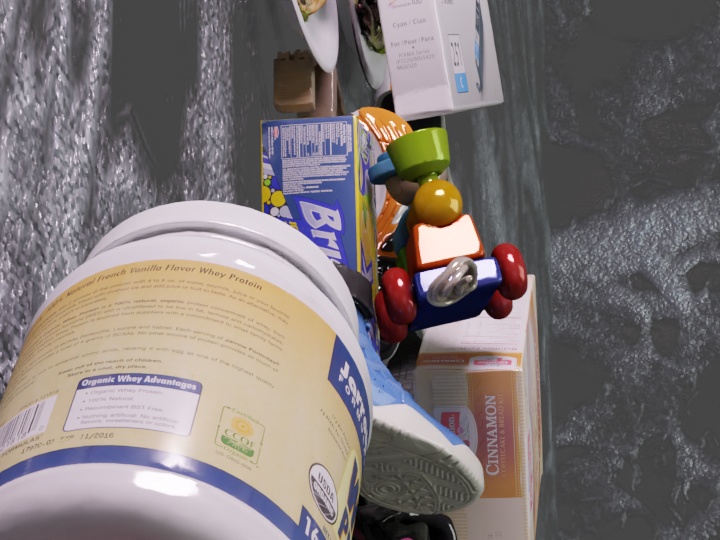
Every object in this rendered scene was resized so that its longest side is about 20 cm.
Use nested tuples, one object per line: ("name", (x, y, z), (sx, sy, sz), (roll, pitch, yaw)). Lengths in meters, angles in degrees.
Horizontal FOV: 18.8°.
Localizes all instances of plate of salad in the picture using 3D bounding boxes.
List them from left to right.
("plate of salad", (-0.032, -0.226, 1.377), (0.200, 0.048, 0.202), (-12, 90, -80))
("plate of salad", (0.014, -0.240, 1.660), (0.200, 0.048, 0.202), (-2, 90, -80))

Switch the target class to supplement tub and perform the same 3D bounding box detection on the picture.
("supplement tub", (-0.070, 0.078, 0.818), (0.201, 0.143, 0.145), (-79, 163, -55))

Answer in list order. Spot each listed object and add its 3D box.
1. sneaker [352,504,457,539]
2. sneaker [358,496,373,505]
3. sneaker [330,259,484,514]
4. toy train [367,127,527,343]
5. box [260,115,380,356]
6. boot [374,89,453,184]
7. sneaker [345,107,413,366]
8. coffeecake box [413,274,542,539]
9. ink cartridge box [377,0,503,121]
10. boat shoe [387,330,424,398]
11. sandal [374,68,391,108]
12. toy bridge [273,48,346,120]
("sneaker", (-0.002, 0.174, 1.296), (0.200, 0.083, 0.077), (-22, 97, -63))
("sneaker", (0.010, 0.189, 1.477), (0.200, 0.074, 0.087), (22, 60, -80))
("sneaker", (0.000, 0.058, 1.261), (0.199, 0.077, 0.112), (31, 45, -32))
("toy train", (0.046, -0.032, 1.276), (0.200, 0.084, 0.117), (105, -29, -79))
("box", (-0.024, 0.010, 1.351), (0.070, 0.064, 0.202), (44, 44, -76))
("boot", (0.026, -0.014, 1.587), (0.145, 0.072, 0.201), (102, -6, -45))
("sneaker", (0.000, 0.000, 1.440), (0.092, 0.075, 0.202), (93, 10, -75))
("coffeecake box", (0.082, 0.105, 1.466), (0.200, 0.072, 0.155), (-68, 156, -71))
("ink cartridge box", (0.049, -0.197, 1.521), (0.200, 0.044, 0.178), (-25, 104, -75))
("boat shoe", (0.022, 0.082, 1.581), (0.202, 0.074, 0.065), (-89, 167, -63))
("sandal", (0.047, -0.187, 1.847), (0.079, 0.059, 0.208), (70, 19, -60))
("toy bridge", (-0.029, -0.111, 1.469), (0.200, 0.027, 0.068), (57, 30, -73))
